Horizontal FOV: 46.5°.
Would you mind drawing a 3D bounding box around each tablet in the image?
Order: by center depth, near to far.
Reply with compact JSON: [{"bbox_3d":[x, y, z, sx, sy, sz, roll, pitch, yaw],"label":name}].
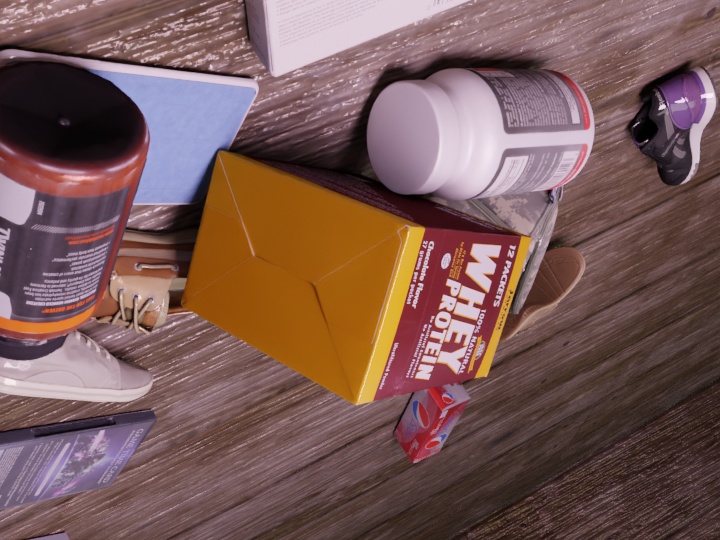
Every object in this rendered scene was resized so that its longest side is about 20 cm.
[{"bbox_3d":[-0.177,-0.096,0.607,0.199,0.014,0.130,-6,142,-44],"label":"tablet"}]

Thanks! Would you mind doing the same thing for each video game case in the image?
[{"bbox_3d":[-0.341,0.214,0.928,0.199,0.019,0.143,-2,140,-48],"label":"video game case"}]

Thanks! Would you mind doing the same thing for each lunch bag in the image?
[{"bbox_3d":[0.138,-0.028,0.943,0.167,0.139,0.201,-40,158,-24],"label":"lunch bag"}]

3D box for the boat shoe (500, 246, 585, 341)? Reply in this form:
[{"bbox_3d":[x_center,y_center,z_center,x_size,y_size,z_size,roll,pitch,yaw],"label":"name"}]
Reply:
[{"bbox_3d":[0.262,0.030,1.245,0.064,0.072,0.200,-12,155,-47],"label":"boat shoe"}]

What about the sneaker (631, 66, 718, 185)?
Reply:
[{"bbox_3d":[0.377,-0.171,1.053,0.087,0.076,0.200,-18,149,1],"label":"sneaker"}]

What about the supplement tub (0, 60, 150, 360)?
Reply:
[{"bbox_3d":[-0.210,-0.027,0.550,0.106,0.107,0.201,-10,144,-38],"label":"supplement tub"}]

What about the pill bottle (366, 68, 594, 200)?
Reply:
[{"bbox_3d":[0.111,-0.125,0.764,0.199,0.116,0.116,-9,145,-38],"label":"pill bottle"}]

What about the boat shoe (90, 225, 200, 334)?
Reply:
[{"bbox_3d":[-0.185,0.012,0.707,0.199,0.074,0.076,-13,146,-36],"label":"boat shoe"}]

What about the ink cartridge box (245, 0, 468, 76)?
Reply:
[{"bbox_3d":[0.016,-0.236,0.556,0.199,0.045,0.177,-26,153,-17],"label":"ink cartridge box"}]

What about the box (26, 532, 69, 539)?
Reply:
[{"bbox_3d":[-0.485,0.419,1.079,0.155,0.041,0.200,6,132,-51],"label":"box"}]

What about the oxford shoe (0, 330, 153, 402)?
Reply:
[{"bbox_3d":[-0.257,0.082,0.760,0.200,0.075,0.058,21,85,-60],"label":"oxford shoe"}]

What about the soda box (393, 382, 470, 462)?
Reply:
[{"bbox_3d":[0.119,0.250,1.434,0.063,0.070,0.201,-19,149,-27],"label":"soda box"}]

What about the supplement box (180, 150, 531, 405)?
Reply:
[{"bbox_3d":[0.000,0.000,0.702,0.199,0.196,0.134,0,110,-55],"label":"supplement box"}]
